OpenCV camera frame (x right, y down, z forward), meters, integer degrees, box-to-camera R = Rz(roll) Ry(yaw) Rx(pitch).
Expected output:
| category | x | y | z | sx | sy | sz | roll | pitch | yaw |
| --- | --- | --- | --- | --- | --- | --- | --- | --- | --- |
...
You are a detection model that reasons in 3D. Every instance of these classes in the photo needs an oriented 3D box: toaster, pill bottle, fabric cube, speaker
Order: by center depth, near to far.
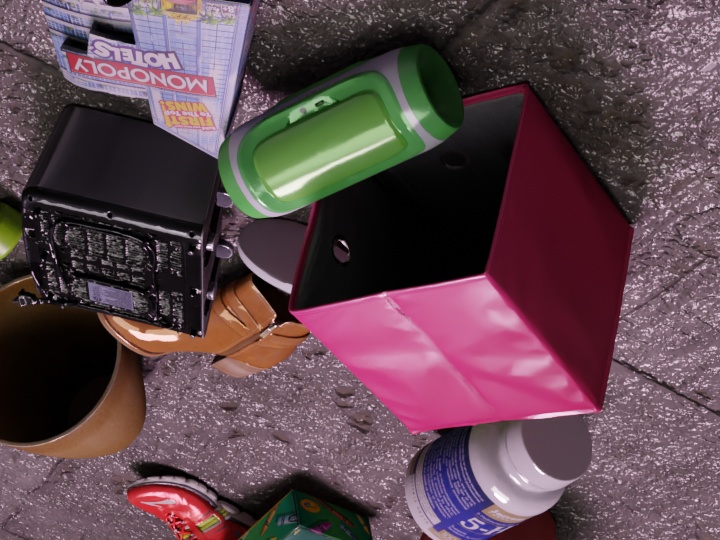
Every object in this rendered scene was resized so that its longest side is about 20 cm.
| category | x | y | z | sx | sy | sz | roll | pitch | yaw |
| --- | --- | --- | --- | --- | --- | --- | --- | --- | --- |
| speaker | -0.018 | -0.112 | 1.421 | 0.199 | 0.089 | 0.088 | -23 | 131 | 27 |
| fabric cube | 0.089 | -0.003 | 1.460 | 0.199 | 0.197 | 0.199 | -11 | 139 | 33 |
| toaster | -0.219 | -0.040 | 1.604 | 0.199 | 0.119 | 0.181 | 13 | 145 | 5 |
| pill bottle | 0.145 | 0.205 | 1.802 | 0.119 | 0.120 | 0.200 | 29 | 144 | -18 |

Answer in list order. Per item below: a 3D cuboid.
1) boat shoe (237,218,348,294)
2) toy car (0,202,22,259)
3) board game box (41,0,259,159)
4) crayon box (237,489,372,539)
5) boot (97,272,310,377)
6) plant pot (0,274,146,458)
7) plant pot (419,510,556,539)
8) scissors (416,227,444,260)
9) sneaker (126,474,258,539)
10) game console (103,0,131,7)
| category | x | y | z | sx | sy | sz | roll | pitch | yaw |
| --- | --- | --- | --- | --- | --- | --- | --- | --- | --- |
| boat shoe | -0.025 | 0.016 | 1.633 | 0.199 | 0.069 | 0.057 | 23 | 146 | 6 |
| toy car | -0.450 | -0.004 | 1.680 | 0.164 | 0.201 | 0.157 | 37 | 141 | -28 |
| board game box | -0.168 | -0.183 | 1.432 | 0.199 | 0.062 | 0.200 | 9 | 145 | 10 |
| crayon box | -0.091 | 0.356 | 2.097 | 0.118 | 0.058 | 0.200 | 24 | 125 | -32 |
| boot | -0.148 | 0.037 | 1.732 | 0.199 | 0.074 | 0.155 | 19 | 149 | -27 |
| plant pot | -0.307 | 0.124 | 1.850 | 0.185 | 0.187 | 0.200 | 5 | 160 | 16 |
| plant pot | 0.138 | 0.353 | 1.963 | 0.199 | 0.178 | 0.201 | 12 | 146 | 8 |
| scissors | 0.000 | 0.000 | 1.668 | 0.073 | 0.014 | 0.200 | 34 | 144 | -28 |
| sneaker | -0.201 | 0.318 | 2.139 | 0.199 | 0.085 | 0.077 | 30 | 143 | -20 |
| game console | -0.110 | -0.287 | 1.209 | 0.175 | 0.117 | 0.200 | 5 | 145 | 17 |
